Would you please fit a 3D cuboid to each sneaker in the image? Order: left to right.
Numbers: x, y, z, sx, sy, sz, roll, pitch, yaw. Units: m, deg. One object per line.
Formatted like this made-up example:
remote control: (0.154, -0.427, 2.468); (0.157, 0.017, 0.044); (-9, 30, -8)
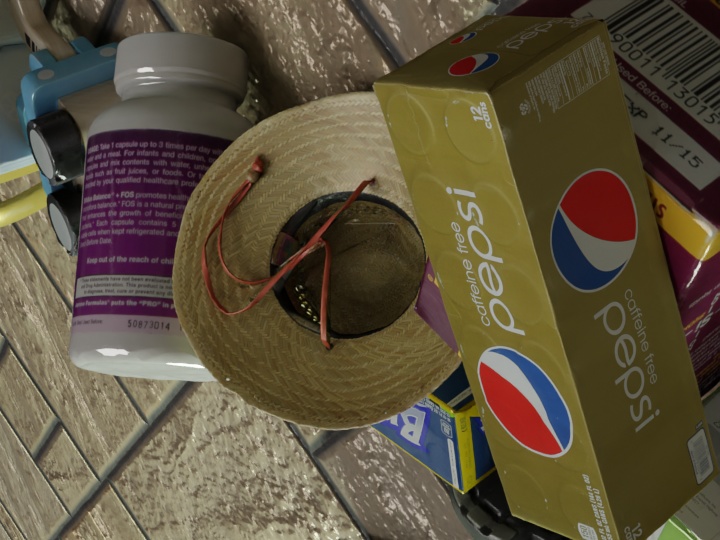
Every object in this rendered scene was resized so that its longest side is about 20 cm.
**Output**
sneaker: (0.133, 0.185, 0.942); (0.200, 0.075, 0.079); (47, 165, 33)

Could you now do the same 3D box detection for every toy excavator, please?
toy excavator: (-0.215, -0.139, 1.154); (0.200, 0.099, 0.196); (44, 150, 42)

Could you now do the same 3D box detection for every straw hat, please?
straw hat: (0.000, 0.000, 0.913); (0.201, 0.201, 0.085); (42, -174, 27)

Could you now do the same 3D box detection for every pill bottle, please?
pill bottle: (-0.115, -0.037, 0.982); (0.112, 0.111, 0.202); (-13, 71, 61)

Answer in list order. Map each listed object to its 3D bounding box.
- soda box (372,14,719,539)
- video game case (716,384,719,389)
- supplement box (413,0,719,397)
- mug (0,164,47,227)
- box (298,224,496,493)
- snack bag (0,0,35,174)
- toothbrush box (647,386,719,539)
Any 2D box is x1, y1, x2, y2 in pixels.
soda box: (0.074, 0.006, 0.619); (0.068, 0.064, 0.201); (13, 129, 51)
video game case: (0.217, 0.114, 0.767); (0.143, 0.018, 0.200); (47, 151, 19)
supplement box: (0.112, -0.022, 0.708); (0.131, 0.103, 0.201); (44, 150, 22)
mug: (-0.324, -0.120, 1.275); (0.186, 0.153, 0.150); (14, 129, 53)
box: (0.015, 0.049, 0.985); (0.199, 0.064, 0.070); (32, 143, 40)
snack bag: (-0.292, -0.157, 1.169); (0.021, 0.188, 0.201); (-29, 91, 31)
toothbrush box: (0.180, 0.172, 0.774); (0.146, 0.086, 0.201); (44, 149, 25)
